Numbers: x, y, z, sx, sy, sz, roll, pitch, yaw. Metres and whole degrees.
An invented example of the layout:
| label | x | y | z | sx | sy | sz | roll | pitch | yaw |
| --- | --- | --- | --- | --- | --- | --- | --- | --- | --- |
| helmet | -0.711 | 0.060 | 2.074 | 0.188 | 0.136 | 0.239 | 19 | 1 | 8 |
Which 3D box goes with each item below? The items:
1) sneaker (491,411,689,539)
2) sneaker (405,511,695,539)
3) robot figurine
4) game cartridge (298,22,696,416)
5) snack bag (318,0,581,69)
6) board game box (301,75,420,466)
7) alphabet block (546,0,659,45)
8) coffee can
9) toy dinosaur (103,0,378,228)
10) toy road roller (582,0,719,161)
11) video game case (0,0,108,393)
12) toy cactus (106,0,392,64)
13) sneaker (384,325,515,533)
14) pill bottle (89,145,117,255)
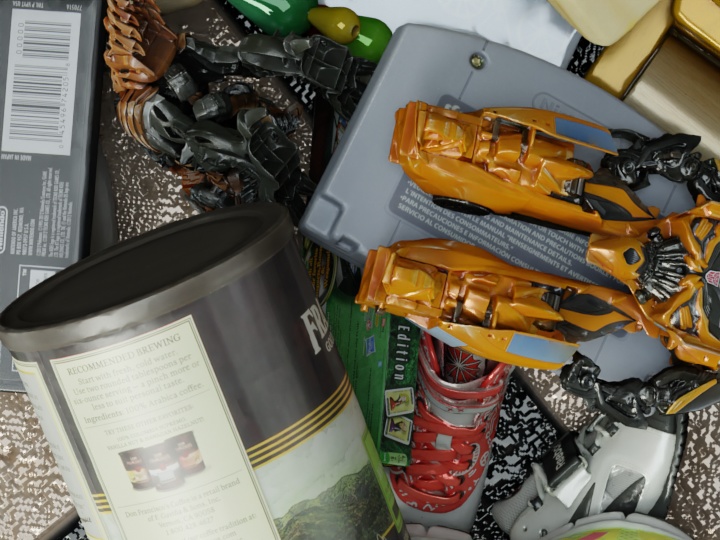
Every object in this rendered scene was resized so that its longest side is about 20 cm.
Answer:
| label | x | y | z | sx | sy | sz | roll | pitch | yaw |
| --- | --- | --- | --- | --- | --- | --- | --- | --- | --- |
| sneaker | 0.117 | 0.117 | 1.290 | 0.088 | 0.074 | 0.201 | 17 | 98 | 5 |
| sneaker | 0.083 | 0.172 | 1.233 | 0.199 | 0.090 | 0.078 | -5 | 103 | 17 |
| robot figurine | 0.104 | -0.007 | 1.167 | 0.199 | 0.058 | 0.146 | 14 | 82 | -12 |
| game cartridge | 0.084 | -0.031 | 1.213 | 0.200 | 0.042 | 0.133 | 29 | 74 | -10 |
| snack bag | 0.057 | -0.198 | 1.300 | 0.188 | 0.021 | 0.201 | 24 | 95 | 2 |
| board game box | 0.000 | 0.000 | 1.260 | 0.023 | 0.105 | 0.201 | 9 | 82 | -30 |
| alphabet block | 0.088 | -0.262 | 1.149 | 0.195 | 0.200 | 0.197 | -43 | 52 | 7 |
| coffee can | -0.067 | 0.087 | 1.164 | 0.146 | 0.146 | 0.201 | -20 | 103 | 5 |
| toy dinosaur | -0.078 | -0.077 | 1.232 | 0.135 | 0.200 | 0.102 | 12 | 82 | 31 |
| toy road roller | 0.205 | -0.122 | 1.233 | 0.123 | 0.146 | 0.200 | 35 | 95 | 1 |
| video game case | -0.222 | -0.044 | 1.225 | 0.180 | 0.026 | 0.201 | 4 | 88 | 4 |
| toy cactus | -0.062 | -0.176 | 1.237 | 0.165 | 0.102 | 0.200 | -23 | 133 | 14 |
| sneaker | 0.041 | 0.072 | 1.275 | 0.067 | 0.108 | 0.202 | 15 | 95 | 2 |
| pill bottle | -0.232 | -0.015 | 1.289 | 0.199 | 0.104 | 0.105 | -3 | 94 | 3 |
